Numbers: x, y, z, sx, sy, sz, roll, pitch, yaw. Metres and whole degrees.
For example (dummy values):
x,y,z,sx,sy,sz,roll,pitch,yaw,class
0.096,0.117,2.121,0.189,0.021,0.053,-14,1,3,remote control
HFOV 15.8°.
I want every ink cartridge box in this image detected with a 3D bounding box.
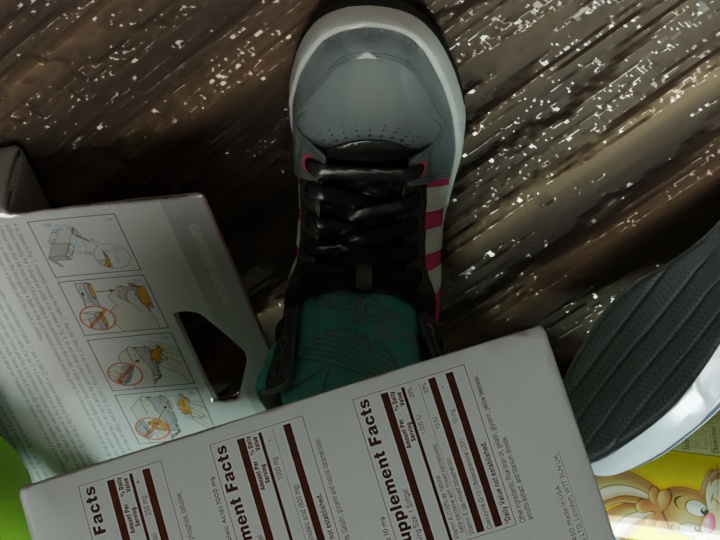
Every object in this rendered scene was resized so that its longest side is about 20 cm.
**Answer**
x,y,z,sx,sy,sz,roll,pitch,yaw,class
-0.120,0.030,1.125,0.175,0.045,0.201,-8,137,12,ink cartridge box

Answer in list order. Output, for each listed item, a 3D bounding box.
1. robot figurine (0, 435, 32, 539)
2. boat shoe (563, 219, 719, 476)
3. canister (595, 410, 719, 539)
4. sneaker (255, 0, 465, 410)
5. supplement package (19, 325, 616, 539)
x,y,z,sx,sy,sz,roll,pitch,yaw,class
-0.187,0.141,1.135,0.174,0.116,0.201,-6,137,3,robot figurine
0.163,0.019,1.071,0.067,0.074,0.200,20,126,-34,boat shoe
0.149,0.124,1.187,0.199,0.087,0.149,7,136,-7,canister
0.000,0.000,1.033,0.083,0.121,0.201,0,137,1,sneaker
-0.002,0.141,0.995,0.199,0.148,0.191,-17,162,-1,supplement package
